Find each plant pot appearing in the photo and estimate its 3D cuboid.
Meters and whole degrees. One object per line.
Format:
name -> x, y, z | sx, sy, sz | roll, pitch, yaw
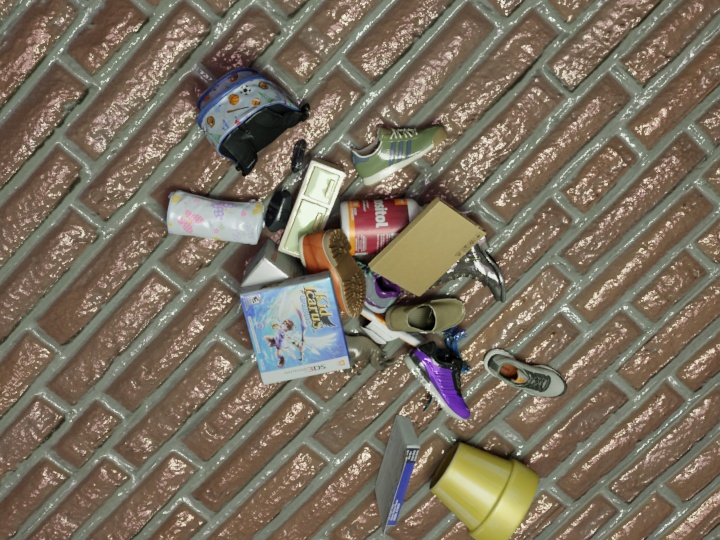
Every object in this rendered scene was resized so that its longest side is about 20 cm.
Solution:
plant pot -> 0.267, 0.488, 1.845 | 0.189, 0.201, 0.201 | 33, 102, 4

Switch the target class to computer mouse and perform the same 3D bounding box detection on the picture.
computer mouse -> -0.146, -0.171, 1.692 | 0.034, 0.059, 0.200 | 17, 101, -31

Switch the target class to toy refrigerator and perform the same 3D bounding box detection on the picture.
toy refrigerator -> -0.102, -0.126, 1.694 | 0.076, 0.070, 0.200 | 20, 103, -9

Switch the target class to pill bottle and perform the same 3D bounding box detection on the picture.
pill bottle -> 0.059, -0.091, 1.694 | 0.199, 0.113, 0.113 | -3, 106, -4

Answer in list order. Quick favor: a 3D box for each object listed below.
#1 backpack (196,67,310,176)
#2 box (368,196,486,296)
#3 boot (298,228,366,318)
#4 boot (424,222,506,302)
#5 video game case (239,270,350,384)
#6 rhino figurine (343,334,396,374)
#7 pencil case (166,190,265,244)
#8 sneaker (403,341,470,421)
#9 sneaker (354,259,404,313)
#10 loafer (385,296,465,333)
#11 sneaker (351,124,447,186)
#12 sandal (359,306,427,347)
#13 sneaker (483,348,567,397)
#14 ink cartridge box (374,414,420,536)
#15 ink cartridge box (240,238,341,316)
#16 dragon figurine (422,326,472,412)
backpack -> -0.220, -0.298, 1.575 | 0.200, 0.190, 0.154 | -42, 88, 8
box -> 0.136, -0.044, 1.662 | 0.200, 0.021, 0.163 | -44, 134, 19
boot -> -0.057, 0.007, 1.670 | 0.107, 0.075, 0.200 | -1, 120, 38
boot -> 0.206, 0.005, 1.762 | 0.174, 0.069, 0.200 | -25, 99, 6
video game case -> -0.127, 0.115, 1.626 | 0.181, 0.045, 0.200 | -12, 110, 2
rhino figurine -> -0.016, 0.180, 1.795 | 0.200, 0.060, 0.088 | 13, 108, -9
pencil case -> -0.296, -0.108, 1.679 | 0.199, 0.083, 0.091 | 7, 102, -6
sneaker -> 0.189, 0.232, 1.756 | 0.099, 0.070, 0.200 | -40, 105, 5
sneaker -> 0.000, 0.000, 1.718 | 0.200, 0.074, 0.088 | 38, 133, -9
loafer -> 0.149, 0.101, 1.745 | 0.200, 0.067, 0.076 | -9, 100, -30
sneaker -> 0.071, -0.258, 1.668 | 0.200, 0.067, 0.090 | -31, 111, 8
sandal -> 0.059, 0.137, 1.777 | 0.206, 0.079, 0.059 | 32, 101, -14
sneaker -> 0.370, 0.241, 1.829 | 0.200, 0.079, 0.074 | 21, 102, -11
ink cartridge box -> 0.082, 0.450, 1.806 | 0.041, 0.200, 0.200 | 13, 106, -8
ink cartridge box -> -0.141, 0.041, 1.700 | 0.200, 0.145, 0.084 | 39, 103, -13
dragon figurine -> 0.177, 0.212, 1.817 | 0.099, 0.059, 0.200 | 40, 99, -13
